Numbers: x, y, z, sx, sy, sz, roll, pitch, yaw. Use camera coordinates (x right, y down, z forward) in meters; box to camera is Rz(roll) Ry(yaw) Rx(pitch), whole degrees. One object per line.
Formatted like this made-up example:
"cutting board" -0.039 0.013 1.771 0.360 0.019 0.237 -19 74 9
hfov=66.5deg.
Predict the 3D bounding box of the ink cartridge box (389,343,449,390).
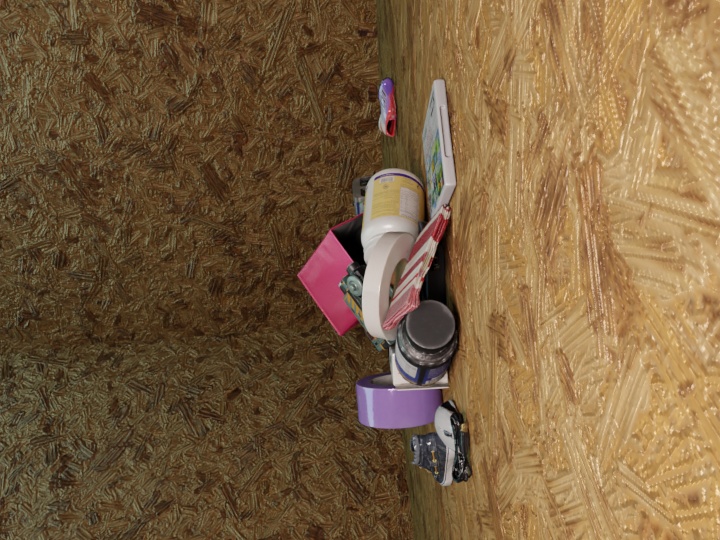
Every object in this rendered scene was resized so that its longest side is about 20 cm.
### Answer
"ink cartridge box" 0.121 0.195 1.159 0.200 0.114 0.069 -88 -5 -88

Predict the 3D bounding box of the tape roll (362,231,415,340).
"tape roll" 0.061 0.028 1.043 0.202 0.036 0.209 -30 -56 -58

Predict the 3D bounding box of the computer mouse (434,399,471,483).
"computer mouse" 0.163 0.296 1.009 0.200 0.043 0.113 -89 -7 -88

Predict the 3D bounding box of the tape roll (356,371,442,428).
"tape roll" 0.089 0.291 1.257 0.200 0.194 0.088 67 -161 -89

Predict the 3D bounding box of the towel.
"towel" 0.098 -0.002 0.957 0.203 0.022 0.144 -67 5 -25

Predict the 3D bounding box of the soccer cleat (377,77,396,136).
"soccer cleat" 0.101 -0.569 1.921 0.074 0.067 0.204 53 153 42

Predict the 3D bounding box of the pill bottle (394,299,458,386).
"pill bottle" 0.118 0.132 0.996 0.201 0.108 0.115 88 178 -64

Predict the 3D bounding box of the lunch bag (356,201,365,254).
"lunch bag" 0.075 -0.117 1.553 0.202 0.165 0.130 -93 -5 -53

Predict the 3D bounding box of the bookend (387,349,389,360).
"bookend" 0.137 0.191 2.040 0.201 0.089 0.204 -91 -3 -66

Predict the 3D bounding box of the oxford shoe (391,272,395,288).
"oxford shoe" 0.097 0.042 1.221 0.072 0.070 0.202 -57 -39 -34

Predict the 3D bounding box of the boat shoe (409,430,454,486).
"boat shoe" 0.148 0.395 1.161 0.203 0.088 0.072 85 180 -46

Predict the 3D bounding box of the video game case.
"video game case" 0.138 -0.202 0.979 0.200 0.021 0.188 88 178 -77

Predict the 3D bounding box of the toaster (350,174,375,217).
"toaster" 0.053 -0.275 2.110 0.183 0.194 0.121 -93 -6 -56

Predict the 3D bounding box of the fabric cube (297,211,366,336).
"fabric cube" 0.000 0.000 1.361 0.197 0.198 0.200 51 136 9

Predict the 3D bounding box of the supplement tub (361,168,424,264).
"supplement tub" 0.075 -0.110 1.244 0.147 0.141 0.204 85 -171 -57

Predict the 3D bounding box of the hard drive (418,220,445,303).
"hard drive" 0.144 0.015 1.124 0.136 0.041 0.205 -94 0 -63

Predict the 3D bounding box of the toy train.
"toy train" 0.027 0.079 1.180 0.201 0.085 0.114 51 142 10
